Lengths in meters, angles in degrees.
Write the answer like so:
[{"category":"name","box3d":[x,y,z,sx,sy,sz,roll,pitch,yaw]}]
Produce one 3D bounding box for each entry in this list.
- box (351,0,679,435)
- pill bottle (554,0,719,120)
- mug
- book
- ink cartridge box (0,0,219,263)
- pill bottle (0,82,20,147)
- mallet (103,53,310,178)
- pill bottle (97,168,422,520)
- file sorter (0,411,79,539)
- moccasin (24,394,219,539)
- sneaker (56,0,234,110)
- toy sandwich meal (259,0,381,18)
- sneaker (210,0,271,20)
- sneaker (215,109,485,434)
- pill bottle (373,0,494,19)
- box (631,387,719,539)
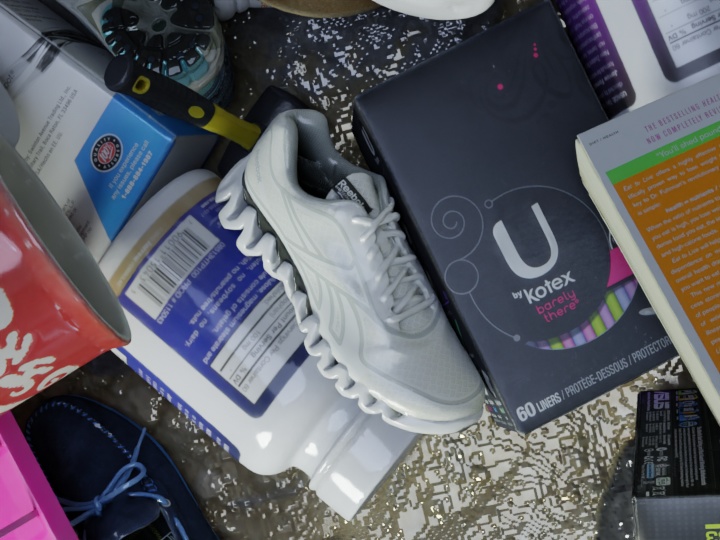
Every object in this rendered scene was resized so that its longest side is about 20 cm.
[{"category":"box","box3d":[0.090,-0.026,0.806,0.121,0.106,0.202,-27,87,-3]},{"category":"pill bottle","box3d":[0.171,-0.135,0.790,0.111,0.111,0.202,-23,88,13]},{"category":"mug","box3d":[-0.228,0.046,0.749,0.199,0.178,0.134,-34,59,-2]},{"category":"book","box3d":[0.203,-0.002,0.674,0.133,0.048,0.201,-25,63,1]},{"category":"ink cartridge box","box3d":[-0.211,-0.081,0.891,0.199,0.084,0.147,37,104,8]},{"category":"pill bottle","box3d":[-0.288,-0.043,0.815,0.199,0.112,0.113,-36,85,20]},{"category":"mallet","box3d":[-0.078,-0.094,0.808,0.041,0.200,0.066,36,89,21]},{"category":"pill bottle","box3d":[-0.054,0.047,0.848,0.200,0.120,0.120,40,101,7]},{"category":"file sorter","box3d":[-0.273,0.138,0.869,0.201,0.125,0.139,61,146,3]},{"category":"moccasin","box3d":[-0.135,0.156,0.898,0.200,0.068,0.081,44,101,7]},{"category":"sneaker","box3d":[-0.144,-0.162,0.879,0.077,0.086,0.201,-36,61,-3]},{"category":"toy sandwich meal","box3d":[-0.017,-0.242,0.809,0.203,0.070,0.208,3,82,-24]},{"category":"sneaker","box3d":[-0.063,-0.252,0.867,0.079,0.074,0.203,-6,93,-8]},{"category":"sneaker","box3d":[0.000,0.000,0.775,0.200,0.075,0.081,50,132,16]},{"category":"pill bottle","box3d":[0.051,-0.241,0.745,0.110,0.111,0.202,20,77,11]},{"category":"box","box3d":[0.237,0.100,0.744,0.191,0.200,0.048,-2,100,11]}]
